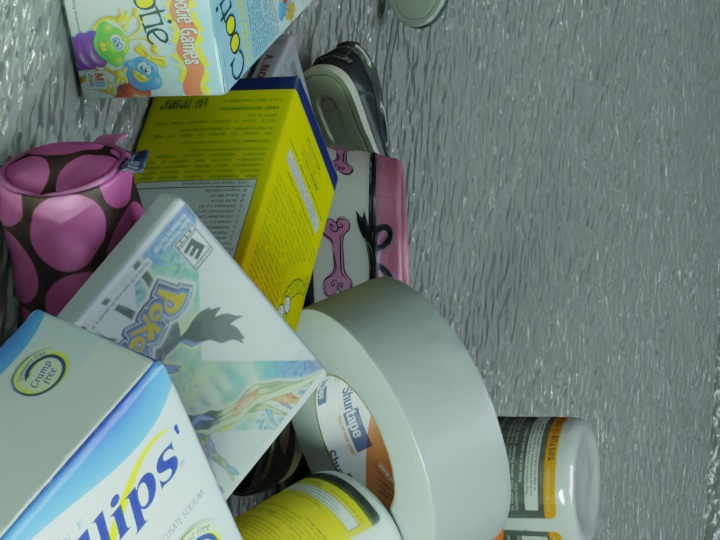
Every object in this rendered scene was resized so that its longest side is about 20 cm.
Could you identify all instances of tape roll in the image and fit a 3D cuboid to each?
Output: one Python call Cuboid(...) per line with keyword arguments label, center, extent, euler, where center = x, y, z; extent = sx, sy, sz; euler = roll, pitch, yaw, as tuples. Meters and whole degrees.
Cuboid(label="tape roll", center=(0.022, 0.108, 1.630), extent=(0.066, 0.200, 0.201), euler=(-23, 119, -23))

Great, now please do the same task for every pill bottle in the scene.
Cuboid(label="pill bottle", center=(0.101, 0.184, 2.043), extent=(0.116, 0.199, 0.117), euler=(0, 90, -71))
Cuboid(label="pill bottle", center=(-0.071, 0.223, 1.581), extent=(0.199, 0.112, 0.113), euler=(-27, 119, -36))

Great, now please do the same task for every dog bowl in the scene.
Cuboid(label="dog bowl", center=(0.000, 0.000, 1.804), extent=(0.200, 0.073, 0.201), euler=(-3, 90, -87))

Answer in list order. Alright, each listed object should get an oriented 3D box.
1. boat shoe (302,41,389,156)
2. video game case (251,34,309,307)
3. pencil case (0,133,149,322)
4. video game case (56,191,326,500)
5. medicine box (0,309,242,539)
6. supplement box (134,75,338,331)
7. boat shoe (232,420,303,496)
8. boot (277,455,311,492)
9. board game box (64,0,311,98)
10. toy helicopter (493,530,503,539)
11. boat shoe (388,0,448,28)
Cuboid(label="boat shoe", center=(0.001, -0.092, 1.953), extent=(0.068, 0.071, 0.201), euler=(-57, 140, -52))
Cuboid(label="video game case", center=(-0.064, -0.051, 1.839), extent=(0.183, 0.023, 0.201), euler=(-70, 153, -47))
Cuboid(label="pencil case", center=(-0.160, 0.019, 1.448), extent=(0.094, 0.090, 0.201), euler=(-49, 138, -55))
Cuboid(label="video game case", center=(-0.128, 0.083, 1.427), extent=(0.200, 0.022, 0.182), euler=(-51, 131, -14))
Cuboid(label="medicine box", center=(-0.170, 0.160, 1.298), extent=(0.182, 0.103, 0.201), euler=(-50, 142, -28))
Cuboid(label="supplement box", center=(-0.097, -0.023, 1.601), extent=(0.110, 0.108, 0.201), euler=(69, 28, -46))
Cuboid(label="boat shoe", center=(-0.080, 0.072, 1.705), extent=(0.073, 0.074, 0.201), euler=(-49, 134, -63))
Cuboid(label="boot", center=(-0.016, 0.115, 1.901), extent=(0.155, 0.072, 0.201), euler=(-24, 115, -68))
Cuboid(label="board game box", center=(-0.111, -0.198, 1.573), extent=(0.200, 0.102, 0.105), euler=(-56, 141, -60))
Cuboid(label="toy helicopter", center=(0.034, 0.133, 1.768), extent=(0.079, 0.132, 0.201), euler=(-27, 130, -32))
Cuboid(label="boat shoe", center=(0.066, -0.302, 2.154), extent=(0.062, 0.072, 0.201), euler=(49, 39, -57))
